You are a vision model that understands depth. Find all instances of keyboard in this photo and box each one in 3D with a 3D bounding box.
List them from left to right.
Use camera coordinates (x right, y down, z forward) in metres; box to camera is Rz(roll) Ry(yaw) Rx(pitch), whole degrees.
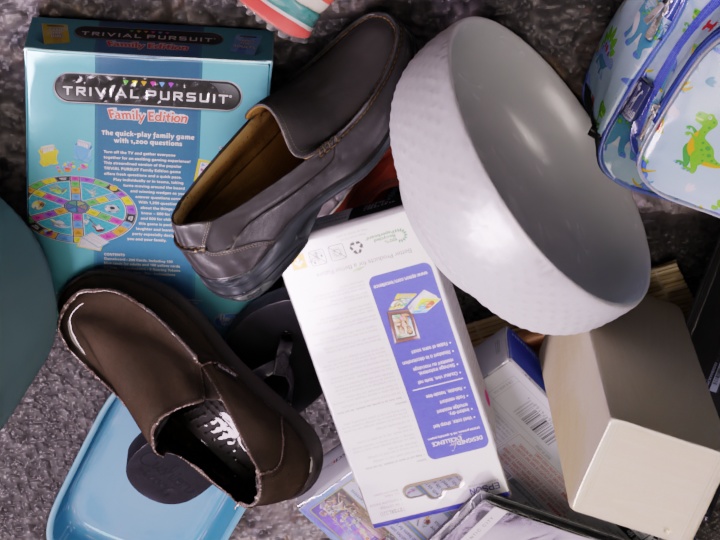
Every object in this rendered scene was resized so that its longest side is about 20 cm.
[{"bbox_3d":[0.247,0.065,1.431,0.126,0.021,0.201,17,97,-32],"label":"keyboard"}]

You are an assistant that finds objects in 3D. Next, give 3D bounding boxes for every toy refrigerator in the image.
[{"bbox_3d":[0.159,0.081,1.320,0.075,0.200,0.070,18,113,-9],"label":"toy refrigerator"}]

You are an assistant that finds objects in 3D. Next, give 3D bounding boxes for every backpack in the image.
[{"bbox_3d":[0.245,-0.124,1.288,0.182,0.147,0.201,17,116,-13],"label":"backpack"}]

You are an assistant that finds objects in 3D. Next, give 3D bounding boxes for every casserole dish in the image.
[{"bbox_3d":[-0.136,0.139,1.511,0.120,0.039,0.201,22,119,-13],"label":"casserole dish"}]

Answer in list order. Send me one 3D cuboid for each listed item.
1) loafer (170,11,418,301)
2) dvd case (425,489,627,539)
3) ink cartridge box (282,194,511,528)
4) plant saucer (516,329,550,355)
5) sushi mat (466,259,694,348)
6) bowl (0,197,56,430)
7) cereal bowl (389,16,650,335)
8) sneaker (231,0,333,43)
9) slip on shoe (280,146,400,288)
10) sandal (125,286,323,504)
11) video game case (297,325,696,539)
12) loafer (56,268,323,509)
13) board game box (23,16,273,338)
[{"bbox_3d":[-0.037,-0.077,1.312,0.201,0.073,0.072,-56,144,-12],"label":"loafer"},{"bbox_3d":[0.108,0.216,1.442,0.199,0.016,0.149,22,125,-32],"label":"dvd case"},{"bbox_3d":[0.022,0.056,1.363,0.094,0.037,0.201,-15,106,13],"label":"ink cartridge box"},{"bbox_3d":[0.146,0.112,1.479,0.198,0.038,0.201,1,123,1],"label":"plant saucer"},{"bbox_3d":[0.132,0.058,1.474,0.199,0.012,0.096,-17,120,11],"label":"sushi mat"},{"bbox_3d":[-0.266,0.019,1.376,0.200,0.105,0.202,18,122,30],"label":"bowl"},{"bbox_3d":[0.082,-0.046,1.307,0.083,0.201,0.200,-31,116,25],"label":"cereal bowl"},{"bbox_3d":[-0.083,-0.224,1.285,0.199,0.070,0.094,38,97,-18],"label":"sneaker"},{"bbox_3d":[0.000,0.000,1.414,0.074,0.061,0.201,23,120,-15],"label":"slip on shoe"},{"bbox_3d":[-0.076,0.090,1.428,0.076,0.043,0.200,30,120,-21],"label":"sandal"},{"bbox_3d":[0.090,0.156,1.460,0.181,0.046,0.200,-37,115,20],"label":"video game case"},{"bbox_3d":[-0.112,0.073,1.365,0.199,0.071,0.073,36,117,10],"label":"loafer"},{"bbox_3d":[-0.133,-0.055,1.388,0.150,0.047,0.201,3,121,-3],"label":"board game box"}]
